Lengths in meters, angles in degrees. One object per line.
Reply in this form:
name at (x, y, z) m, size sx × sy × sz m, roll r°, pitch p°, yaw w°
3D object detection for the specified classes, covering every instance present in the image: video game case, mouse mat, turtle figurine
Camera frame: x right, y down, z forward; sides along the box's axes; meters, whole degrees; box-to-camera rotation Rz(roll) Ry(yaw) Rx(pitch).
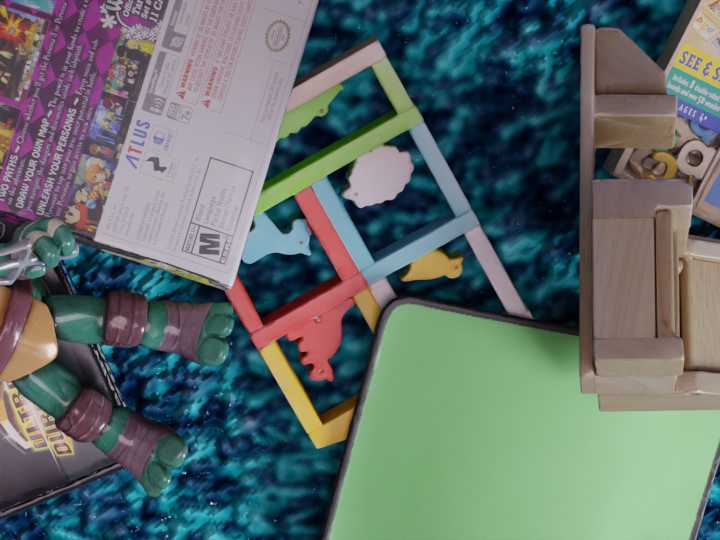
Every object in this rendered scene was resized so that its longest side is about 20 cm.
video game case at (-0.118, -0.111, 1.150) m, size 0.181 × 0.036 × 0.200 m, roll 17°, pitch 83°, yaw -9°
mouse mat at (0.088, 0.103, 1.251) m, size 0.200 × 0.008 × 0.161 m, roll 11°, pitch 106°, yaw -14°
turtle figurine at (-0.167, 0.030, 1.129) m, size 0.200 × 0.101 × 0.150 m, roll 19°, pitch 115°, yaw -25°

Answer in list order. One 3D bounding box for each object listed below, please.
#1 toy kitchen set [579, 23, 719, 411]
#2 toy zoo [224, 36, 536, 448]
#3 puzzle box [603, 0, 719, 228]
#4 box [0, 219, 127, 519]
toy kitchen set at (0.191, -0.027, 1.130) m, size 0.180 × 0.200 × 0.164 m, roll -1°, pitch 81°, yaw 6°
toy zoo at (0.000, 0.000, 1.223) m, size 0.131 × 0.020 × 0.200 m, roll -29°, pitch 104°, yaw 2°
puzzle box at (0.241, -0.067, 1.227) m, size 0.200 × 0.025 × 0.133 m, roll 24°, pitch 99°, yaw -10°
box at (-0.219, 0.031, 1.198) m, size 0.159 × 0.046 × 0.200 m, roll -22°, pitch 104°, yaw 0°
